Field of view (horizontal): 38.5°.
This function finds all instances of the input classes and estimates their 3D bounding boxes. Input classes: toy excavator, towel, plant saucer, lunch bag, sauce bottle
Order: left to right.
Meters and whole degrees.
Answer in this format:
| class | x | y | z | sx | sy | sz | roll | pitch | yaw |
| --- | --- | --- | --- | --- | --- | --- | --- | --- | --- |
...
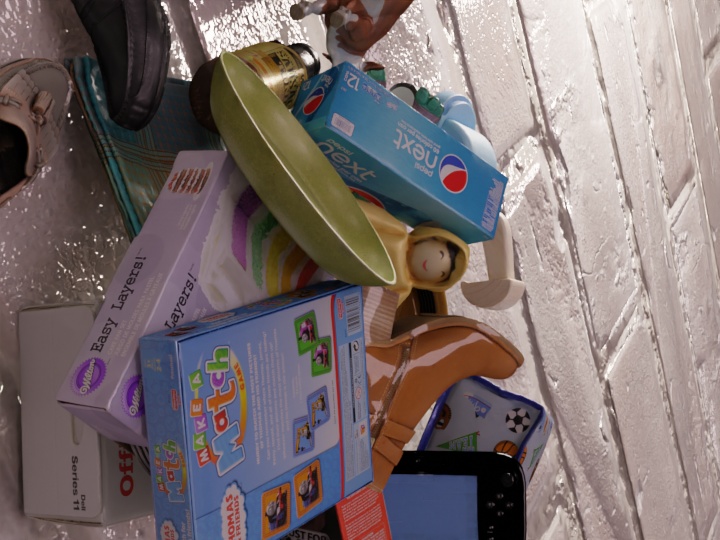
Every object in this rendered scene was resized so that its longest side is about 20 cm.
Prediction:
| class | x | y | z | sx | sy | sz | roll | pitch | yaw |
| --- | --- | --- | --- | --- | --- | --- | --- | --- | --- |
| towel | -0.135 | -0.065 | 0.776 | 0.146 | 0.022 | 0.202 | 2 | 60 | -57 |
| sauce bottle | -0.081 | -0.164 | 0.880 | 0.200 | 0.065 | 0.067 | -54 | 131 | -64 |
| plant saucer | -0.045 | -0.064 | 0.725 | 0.201 | 0.031 | 0.200 | 53 | 10 | -13 |
| toy excavator | 0.101 | -0.079 | 1.068 | 0.099 | 0.199 | 0.197 | 12 | 100 | -56 |
| lunch bag | 0.108 | 0.215 | 1.066 | 0.202 | 0.123 | 0.170 | -66 | 160 | -4 |

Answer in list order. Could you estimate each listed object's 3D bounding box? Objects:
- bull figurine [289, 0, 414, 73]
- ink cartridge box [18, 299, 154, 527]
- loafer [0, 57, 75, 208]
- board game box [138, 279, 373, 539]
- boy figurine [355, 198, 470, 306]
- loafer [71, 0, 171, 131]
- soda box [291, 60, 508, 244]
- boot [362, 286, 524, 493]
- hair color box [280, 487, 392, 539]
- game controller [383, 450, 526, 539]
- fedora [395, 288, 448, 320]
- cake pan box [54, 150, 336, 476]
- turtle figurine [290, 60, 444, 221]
| class | x | y | z | sx | sy | sz | roll | pitch | yaw |
| --- | --- | --- | --- | --- | --- | --- | --- | --- | --- |
| bull figurine | 0.009 | -0.240 | 0.901 | 0.201 | 0.065 | 0.121 | -54 | 165 | 20 |
| ink cartridge box | -0.146 | 0.095 | 0.754 | 0.199 | 0.082 | 0.149 | 4 | 82 | -58 |
| loafer | -0.235 | -0.069 | 0.655 | 0.072 | 0.062 | 0.201 | 62 | 40 | -33 |
| board game box | -0.060 | 0.098 | 0.682 | 0.199 | 0.036 | 0.154 | -17 | 106 | -57 |
| boy figurine | 0.000 | 0.000 | 0.889 | 0.064 | 0.197 | 0.126 | -151 | -119 | -77 |
| loafer | -0.180 | -0.194 | 0.739 | 0.070 | 0.068 | 0.203 | 5 | 66 | -37 |
| soda box | 0.034 | -0.093 | 0.888 | 0.199 | 0.067 | 0.065 | 31 | 65 | -31 |
| boot | 0.038 | 0.107 | 0.846 | 0.198 | 0.073 | 0.157 | 19 | 80 | -25 |
| hair color box | -0.036 | 0.181 | 0.894 | 0.061 | 0.101 | 0.203 | -20 | 103 | -44 |
| game controller | 0.056 | 0.222 | 0.963 | 0.042 | 0.197 | 0.106 | 56 | 34 | -76 |
| fedora | 0.010 | 0.065 | 1.003 | 0.199 | 0.081 | 0.204 | -7 | 99 | -52 |
| cake pan box | -0.096 | 0.052 | 0.700 | 0.185 | 0.052 | 0.202 | 51 | 51 | -43 |
| turtle figurine | -0.009 | -0.105 | 0.984 | 0.149 | 0.101 | 0.201 | 37 | 61 | -6 |
